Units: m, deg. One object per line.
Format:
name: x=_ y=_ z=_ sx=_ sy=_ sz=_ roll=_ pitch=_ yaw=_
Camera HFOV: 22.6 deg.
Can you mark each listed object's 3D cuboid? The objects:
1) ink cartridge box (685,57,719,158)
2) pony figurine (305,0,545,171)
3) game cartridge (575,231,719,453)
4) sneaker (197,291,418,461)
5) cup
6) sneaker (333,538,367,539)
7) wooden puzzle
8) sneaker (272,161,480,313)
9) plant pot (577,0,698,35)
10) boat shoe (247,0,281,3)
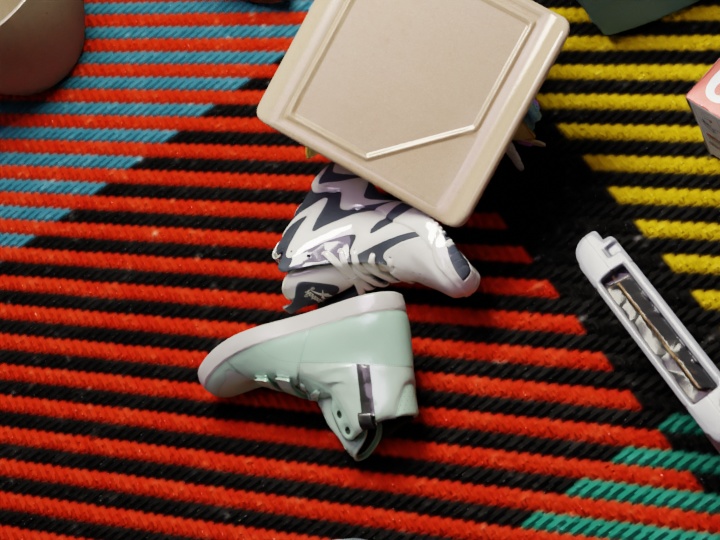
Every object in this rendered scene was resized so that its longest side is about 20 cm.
ink cartridge box: x=0.380 y=-0.129 z=1.351 sx=0.176 sy=0.084 sz=0.200 roll=-48 pitch=52 yaw=-7
pony figurine: x=0.055 y=-0.179 z=1.501 sx=0.198 sy=0.167 sz=0.195 roll=0 pitch=79 yaw=-7
game cartridge: x=0.230 y=0.071 z=1.272 sx=0.041 sy=0.133 sz=0.200 roll=-35 pitch=51 yaw=2
sneaker: x=-0.043 y=0.100 z=1.432 sx=0.199 sy=0.074 sz=0.119 roll=-20 pitch=74 yaw=31
cup: x=-0.348 y=-0.252 z=1.751 sx=0.199 sy=0.143 sz=0.202 roll=-12 pitch=57 yaw=19
sneaker: x=-0.072 y=0.241 z=1.349 sx=0.199 sy=0.086 sz=0.078 roll=-16 pitch=56 yaw=17
wooden puzzle: x=0.041 y=-0.157 z=1.425 sx=0.199 sy=0.037 sz=0.186 roll=29 pitch=91 yaw=14
sneaker: x=0.000 y=0.000 z=1.466 sx=0.130 sy=0.080 sz=0.199 roll=-48 pitch=52 yaw=-5
plant pot: x=0.246 y=-0.302 z=1.495 sx=0.200 sy=0.141 sz=0.142 roll=-39 pitch=51 yaw=10
boat shoe: x=-0.135 y=-0.313 z=1.726 sx=0.199 sy=0.073 sz=0.063 roll=30 pitch=80 yaw=37
